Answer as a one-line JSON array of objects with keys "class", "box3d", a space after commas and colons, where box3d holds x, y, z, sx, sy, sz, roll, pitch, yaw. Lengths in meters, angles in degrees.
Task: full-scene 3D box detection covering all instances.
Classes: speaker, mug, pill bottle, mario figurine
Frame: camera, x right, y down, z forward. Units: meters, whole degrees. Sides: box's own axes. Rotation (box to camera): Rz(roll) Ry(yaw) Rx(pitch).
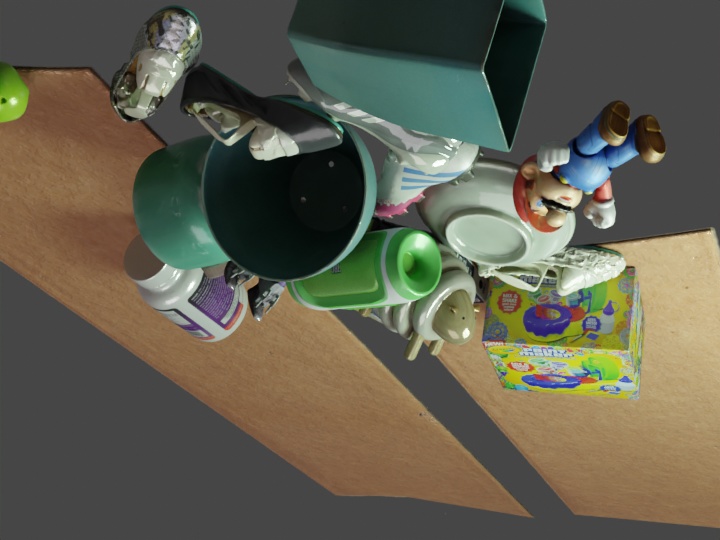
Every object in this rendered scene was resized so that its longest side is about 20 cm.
[{"class": "speaker", "box3d": [0.000, 0.000, 1.491, 0.088, 0.089, 0.199, 28, 157, -37]}, {"class": "mug", "box3d": [-0.174, -0.095, 1.533, 0.113, 0.186, 0.153, -12, 126, 38]}, {"class": "pill bottle", "box3d": [-0.258, 0.019, 1.866, 0.110, 0.113, 0.200, -1, 155, 26]}, {"class": "mario figurine", "box3d": [0.237, -0.093, 1.372, 0.124, 0.106, 0.200, 48, 143, -2]}]

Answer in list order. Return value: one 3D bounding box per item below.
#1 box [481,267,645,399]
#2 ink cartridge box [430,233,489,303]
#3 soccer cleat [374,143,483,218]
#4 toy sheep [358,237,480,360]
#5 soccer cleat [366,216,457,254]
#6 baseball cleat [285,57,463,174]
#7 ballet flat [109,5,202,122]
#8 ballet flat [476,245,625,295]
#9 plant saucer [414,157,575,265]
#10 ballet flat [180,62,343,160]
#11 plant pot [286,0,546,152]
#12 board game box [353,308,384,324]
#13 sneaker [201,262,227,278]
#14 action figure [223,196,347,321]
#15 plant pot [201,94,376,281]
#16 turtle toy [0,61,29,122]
[{"class": "box", "box3d": [0.286, 0.084, 1.768, 0.197, 0.123, 0.193, 3, 156, 19]}, {"class": "ink cartridge box", "box3d": [0.112, 0.008, 1.772, 0.098, 0.040, 0.200, -4, 155, 29]}, {"class": "soccer cleat", "box3d": [0.056, -0.124, 1.455, 0.086, 0.070, 0.199, 38, 147, -19]}, {"class": "toy sheep", "box3d": [0.068, 0.021, 1.566, 0.200, 0.138, 0.138, 40, 173, 30]}, {"class": "soccer cleat", "box3d": [0.029, -0.036, 1.656, 0.198, 0.068, 0.081, 7, 146, 26]}, {"class": "baseball cleat", "box3d": [0.024, -0.184, 1.326, 0.199, 0.070, 0.107, 30, 121, -16]}, {"class": "ballet flat", "box3d": [-0.219, -0.208, 1.356, 0.071, 0.073, 0.200, 19, 156, -20]}, {"class": "ballet flat", "box3d": [0.243, -0.001, 1.656, 0.197, 0.073, 0.072, 9, 158, 1]}, {"class": "plant saucer", "box3d": [0.158, -0.055, 1.535, 0.198, 0.051, 0.201, 13, 149, 8]}, {"class": "ballet flat", "box3d": [-0.112, -0.155, 1.349, 0.198, 0.074, 0.073, 26, 165, 23]}, {"class": "plant pot", "box3d": [0.046, -0.213, 1.136, 0.198, 0.143, 0.142, 11, 160, 20]}, {"class": "board game box", "box3d": [-0.051, 0.006, 1.741, 0.199, 0.035, 0.135, 24, 172, 41]}, {"class": "sneaker", "box3d": [-0.156, -0.056, 1.691, 0.199, 0.072, 0.080, -24, 116, 33]}, {"class": "action figure", "box3d": [-0.078, -0.028, 1.608, 0.199, 0.070, 0.130, -38, 113, 23]}, {"class": "plant pot", "box3d": [-0.063, -0.092, 1.443, 0.198, 0.203, 0.135, 2, -177, 20]}, {"class": "turtle toy", "box3d": [-0.453, -0.214, 1.401, 0.144, 0.102, 0.200, -7, 153, 36]}]
